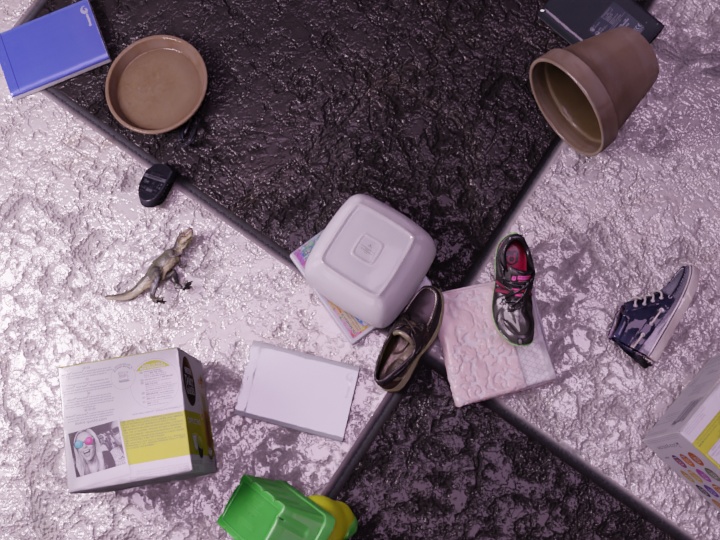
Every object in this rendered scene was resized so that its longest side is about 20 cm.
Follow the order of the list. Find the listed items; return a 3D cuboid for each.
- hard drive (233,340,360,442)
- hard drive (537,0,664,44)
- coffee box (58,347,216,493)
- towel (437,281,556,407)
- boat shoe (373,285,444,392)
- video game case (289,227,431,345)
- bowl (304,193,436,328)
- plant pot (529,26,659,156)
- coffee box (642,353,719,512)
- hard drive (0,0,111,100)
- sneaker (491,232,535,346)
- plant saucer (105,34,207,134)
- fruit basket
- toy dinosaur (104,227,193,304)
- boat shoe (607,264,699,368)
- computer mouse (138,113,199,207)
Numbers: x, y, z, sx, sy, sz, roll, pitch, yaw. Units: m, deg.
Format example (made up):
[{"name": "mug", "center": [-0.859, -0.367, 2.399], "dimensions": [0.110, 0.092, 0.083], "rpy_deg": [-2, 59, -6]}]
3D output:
[{"name": "hard drive", "center": [-0.110, 0.211, 1.649], "dimensions": [0.196, 0.026, 0.134], "rpy_deg": [13, 79, 5]}, {"name": "hard drive", "center": [0.454, -0.474, 1.777], "dimensions": [0.200, 0.033, 0.140], "rpy_deg": [43, 83, 9]}, {"name": "coffee box", "center": [-0.363, 0.249, 1.550], "dimensions": [0.196, 0.200, 0.201], "rpy_deg": [-10, 77, 0]}, {"name": "towel", "center": [0.233, 0.121, 1.658], "dimensions": [0.188, 0.032, 0.203], "rpy_deg": [-13, 77, -1]}, {"name": "boat shoe", "center": [0.085, 0.117, 1.631], "dimensions": [0.072, 0.065, 0.203], "rpy_deg": [22, 85, 23]}, {"name": "video game case", "center": [0.000, 0.000, 1.693], "dimensions": [0.181, 0.024, 0.201], "rpy_deg": [-36, 80, -6]}, {"name": "bowl", "center": [0.014, -0.027, 1.641], "dimensions": [0.198, 0.075, 0.201], "rpy_deg": [32, 79, 14]}, {"name": "plant pot", "center": [0.426, -0.337, 1.665], "dimensions": [0.173, 0.200, 0.201], "rpy_deg": [-37, 79, -8]}, {"name": "coffee box", "center": [0.622, 0.266, 1.531], "dimensions": [0.197, 0.200, 0.200], "rpy_deg": [42, 81, 9]}, {"name": "hard drive", "center": [-0.591, -0.423, 1.794], "dimensions": [0.197, 0.025, 0.134], "rpy_deg": [-23, 78, -3]}, {"name": "sneaker", "center": [0.264, 0.031, 1.620], "dimensions": [0.075, 0.084, 0.204], "rpy_deg": [-4, 76, 0]}, {"name": "plant saucer", "center": [-0.380, -0.346, 1.764], "dimensions": [0.196, 0.030, 0.204], "rpy_deg": [-1, 74, 5]}, {"name": "fruit basket", "center": [-0.105, 0.430, 1.543], "dimensions": [0.213, 0.216, 0.157], "rpy_deg": [30, 80, 7]}, {"name": "toy dinosaur", "center": [-0.358, 0.014, 1.688], "dimensions": [0.200, 0.048, 0.088], "rpy_deg": [-42, 66, -6]}, {"name": "boat shoe", "center": [0.511, 0.062, 1.639], "dimensions": [0.092, 0.075, 0.202], "rpy_deg": [30, 81, 0]}, {"name": "computer mouse", "center": [-0.351, -0.202, 1.744], "dimensions": [0.058, 0.034, 0.202], "rpy_deg": [20, 74, 25]}]
